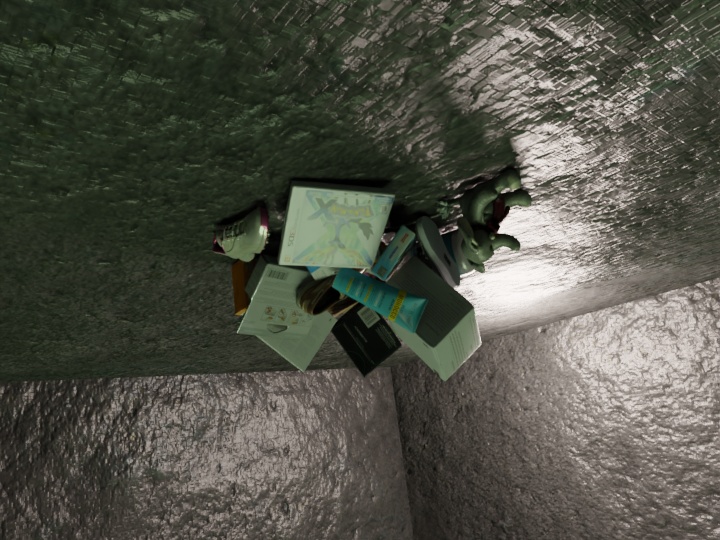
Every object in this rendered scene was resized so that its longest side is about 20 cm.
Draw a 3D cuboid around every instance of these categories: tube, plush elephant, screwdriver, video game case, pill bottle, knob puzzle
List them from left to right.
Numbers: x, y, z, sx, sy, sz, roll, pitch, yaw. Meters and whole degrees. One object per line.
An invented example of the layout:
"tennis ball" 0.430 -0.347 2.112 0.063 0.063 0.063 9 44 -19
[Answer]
"video game case" -0.049 -0.081 1.078 0.195 0.022 0.185 2 131 -19
"knob puzzle" -0.048 0.075 1.505 0.216 0.031 0.220 -29 168 -7
"tube" 0.038 0.054 1.187 0.196 0.079 0.050 25 -164 4
"screwdriver" 0.086 -0.094 1.271 0.195 0.030 0.028 -11 164 13
"pill bottle" 0.210 -0.034 1.385 0.196 0.114 0.110 -17 162 29
"plush elephant" 0.254 -0.086 1.142 0.195 0.159 0.164 -13 163 16

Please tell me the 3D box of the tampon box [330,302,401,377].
"tampon box" 0.015 0.167 1.492 0.125 0.151 0.200 -38 180 0

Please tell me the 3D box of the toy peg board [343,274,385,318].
"toy peg board" 0.014 0.062 1.693 0.195 0.100 0.200 14 156 -16

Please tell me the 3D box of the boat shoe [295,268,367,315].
"boat shoe" -0.049 0.034 1.263 0.199 0.072 0.076 -38 135 -13

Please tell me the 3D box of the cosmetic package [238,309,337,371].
"cosmetic package" -0.169 0.120 1.350 0.200 0.152 0.051 44 165 -29

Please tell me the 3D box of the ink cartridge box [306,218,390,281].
"ink cartridge box" -0.024 -0.057 1.196 0.196 0.068 0.116 -20 158 2

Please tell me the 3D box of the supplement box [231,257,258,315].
"supplement box" -0.214 0.043 1.415 0.197 0.129 0.073 4 159 -38

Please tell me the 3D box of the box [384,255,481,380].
"box" 0.158 0.111 1.297 0.130 0.200 0.200 -42 147 -10

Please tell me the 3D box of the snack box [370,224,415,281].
"snack box" 0.074 -0.033 1.250 0.037 0.117 0.200 35 -178 5

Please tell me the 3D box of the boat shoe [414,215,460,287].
"boat shoe" 0.161 -0.035 1.287 0.065 0.071 0.201 -13 132 32

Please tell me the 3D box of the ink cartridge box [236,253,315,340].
"ink cartridge box" -0.170 0.065 1.272 0.197 0.044 0.176 13 112 -43

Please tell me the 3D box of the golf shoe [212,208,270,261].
"golf shoe" -0.237 -0.068 1.125 0.090 0.077 0.199 4 159 -26

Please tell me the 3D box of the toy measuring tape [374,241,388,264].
"toy measuring tape" 0.016 -0.039 1.357 0.073 0.075 0.197 -22 157 41

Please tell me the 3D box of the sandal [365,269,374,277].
"sandal" -0.004 -0.004 1.433 0.201 0.082 0.050 21 107 -50
